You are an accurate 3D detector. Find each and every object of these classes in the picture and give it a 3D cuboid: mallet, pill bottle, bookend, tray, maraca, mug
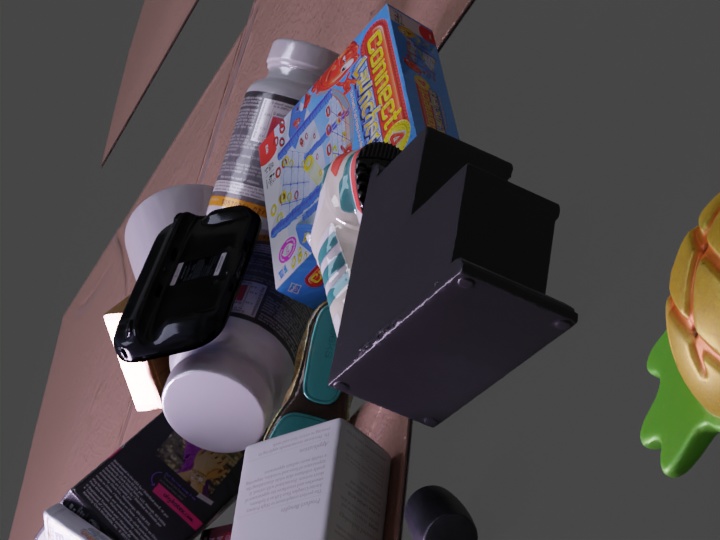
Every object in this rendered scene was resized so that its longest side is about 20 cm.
[{"bbox_3d":[0.032,0.246,1.169,0.066,0.041,0.201,-165,91,-76],"label":"mallet"},{"bbox_3d":[-0.105,0.063,1.574,0.117,0.116,0.200,-56,9,38],"label":"pill bottle"},{"bbox_3d":[-0.075,-0.126,1.778,0.116,0.116,0.201,-1,70,72],"label":"pill bottle"},{"bbox_3d":[0.074,-0.022,1.244,0.199,0.092,0.201,-44,29,52],"label":"bookend"},{"bbox_3d":[-0.163,0.044,1.668,0.037,0.099,0.200,-7,20,32],"label":"tray"},{"bbox_3d":[0.190,0.019,0.812,0.200,0.107,0.138,-49,20,50],"label":"maraca"},{"bbox_3d":[-0.174,0.019,1.947,0.149,0.187,0.154,-29,41,14],"label":"mug"}]

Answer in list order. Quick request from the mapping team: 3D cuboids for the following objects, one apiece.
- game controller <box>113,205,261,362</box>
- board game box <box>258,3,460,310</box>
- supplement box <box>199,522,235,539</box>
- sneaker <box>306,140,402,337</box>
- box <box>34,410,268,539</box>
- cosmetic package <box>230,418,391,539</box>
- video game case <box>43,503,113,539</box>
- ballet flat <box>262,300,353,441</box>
[{"bbox_3d":[-0.150,0.009,1.536,0.200,0.104,0.042,-75,-25,-52],"label":"game controller"},{"bbox_3d":[-0.004,-0.099,1.528,0.196,0.056,0.201,-46,34,29],"label":"board game box"},{"bbox_3d":[-0.095,0.273,1.480,0.200,0.061,0.109,152,135,-67],"label":"supplement box"},{"bbox_3d":[0.000,0.000,1.403,0.093,0.070,0.201,-4,87,58],"label":"sneaker"},{"bbox_3d":[-0.185,0.205,1.610,0.200,0.106,0.122,-40,-5,-41],"label":"box"},{"bbox_3d":[-0.043,0.220,1.309,0.101,0.074,0.201,-19,48,34],"label":"cosmetic package"},{"bbox_3d":[-0.208,0.324,1.523,0.182,0.023,0.201,27,129,33],"label":"video game case"},{"bbox_3d":[-0.038,0.122,1.491,0.071,0.070,0.201,-3,68,72],"label":"ballet flat"}]
